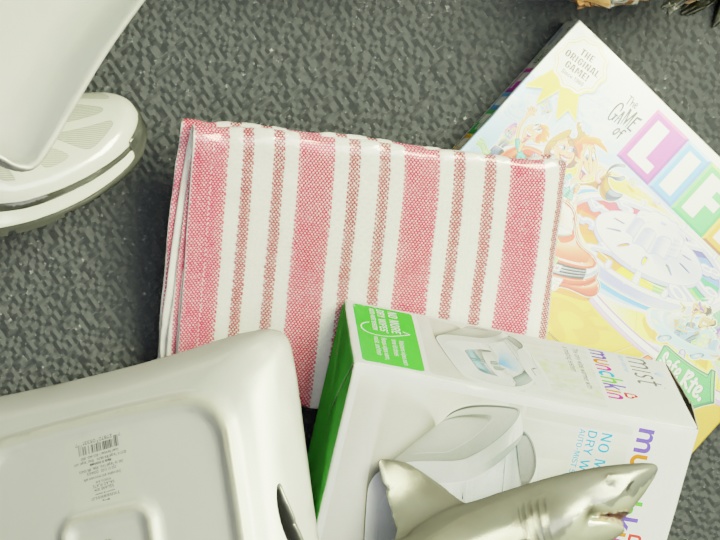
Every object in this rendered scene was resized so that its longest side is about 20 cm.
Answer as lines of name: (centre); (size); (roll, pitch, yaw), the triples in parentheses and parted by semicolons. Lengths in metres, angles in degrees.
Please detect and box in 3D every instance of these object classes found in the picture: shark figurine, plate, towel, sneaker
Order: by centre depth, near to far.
shark figurine: (0.023, 0.123, 1.123); (0.214, 0.128, 0.090); (-10, 64, -45)
plate: (-0.210, -0.150, 1.182); (0.199, 0.200, 0.032); (34, 131, -9)
plate: (-0.115, 0.143, 1.192); (0.198, 0.032, 0.201); (-15, 74, 22)
sneaker: (-0.208, -0.079, 1.194); (0.199, 0.076, 0.116); (-11, 130, -5)
towel: (0.000, 0.000, 1.244); (0.198, 0.030, 0.147); (6, 112, -4)

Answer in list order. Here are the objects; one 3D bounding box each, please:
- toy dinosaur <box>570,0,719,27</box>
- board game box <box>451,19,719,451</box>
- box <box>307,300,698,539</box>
toy dinosaur: (0.193, -0.178, 1.231); (0.198, 0.136, 0.103); (-5, 93, -7)
board game box: (0.137, -0.014, 1.284); (0.200, 0.034, 0.135); (43, 88, -7)
box: (0.056, 0.136, 1.232); (0.175, 0.097, 0.201); (12, 108, -7)
